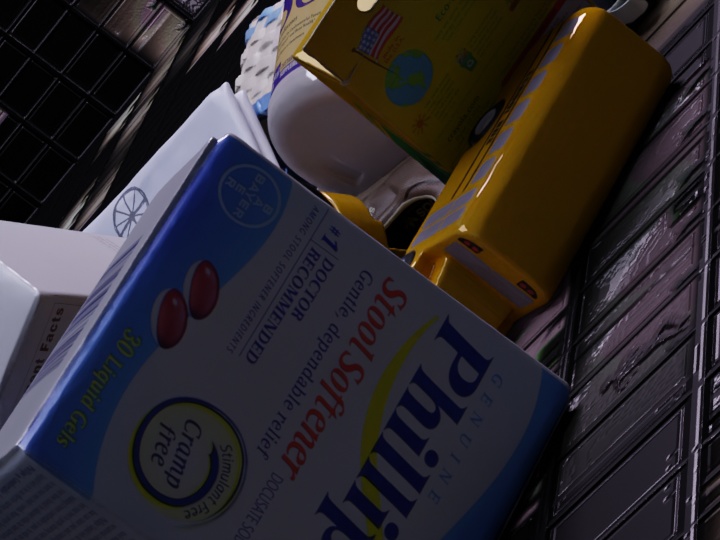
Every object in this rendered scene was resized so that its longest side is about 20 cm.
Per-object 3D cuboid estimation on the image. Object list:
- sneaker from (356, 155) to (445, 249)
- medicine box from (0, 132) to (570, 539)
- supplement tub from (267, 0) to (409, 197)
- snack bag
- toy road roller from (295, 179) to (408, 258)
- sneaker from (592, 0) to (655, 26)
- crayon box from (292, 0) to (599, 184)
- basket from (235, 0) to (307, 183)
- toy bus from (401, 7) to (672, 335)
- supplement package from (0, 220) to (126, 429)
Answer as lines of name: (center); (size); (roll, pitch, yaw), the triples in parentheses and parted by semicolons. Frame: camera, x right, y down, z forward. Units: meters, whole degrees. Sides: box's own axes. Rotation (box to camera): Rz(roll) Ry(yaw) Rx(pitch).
sneaker: (0.000, 0.000, 1.517); (0.200, 0.070, 0.076); (-47, 14, 30)
medicine box: (-0.040, 0.077, 1.124); (0.182, 0.200, 0.103); (-60, 11, -29)
supplement tub: (0.024, -0.156, 1.576); (0.145, 0.145, 0.200); (-39, 37, 50)
snack bag: (-0.109, 0.009, 1.679); (0.200, 0.021, 0.189); (-43, 59, 29)
toy road roller: (-0.012, 0.053, 1.365); (0.123, 0.146, 0.200); (-40, 55, 46)
sneaker: (0.139, -0.211, 1.513); (0.130, 0.079, 0.199); (-21, 44, 39)
crayon box: (0.050, -0.126, 1.371); (0.051, 0.200, 0.127); (31, 85, 46)
basket: (-0.012, -0.090, 1.710); (0.176, 0.139, 0.200); (157, 121, -63)
toy bus: (0.083, -0.037, 1.316); (0.078, 0.065, 0.200); (-30, 25, 58)
supplement package: (-0.177, 0.048, 1.586); (0.117, 0.200, 0.117); (35, 107, 39)
